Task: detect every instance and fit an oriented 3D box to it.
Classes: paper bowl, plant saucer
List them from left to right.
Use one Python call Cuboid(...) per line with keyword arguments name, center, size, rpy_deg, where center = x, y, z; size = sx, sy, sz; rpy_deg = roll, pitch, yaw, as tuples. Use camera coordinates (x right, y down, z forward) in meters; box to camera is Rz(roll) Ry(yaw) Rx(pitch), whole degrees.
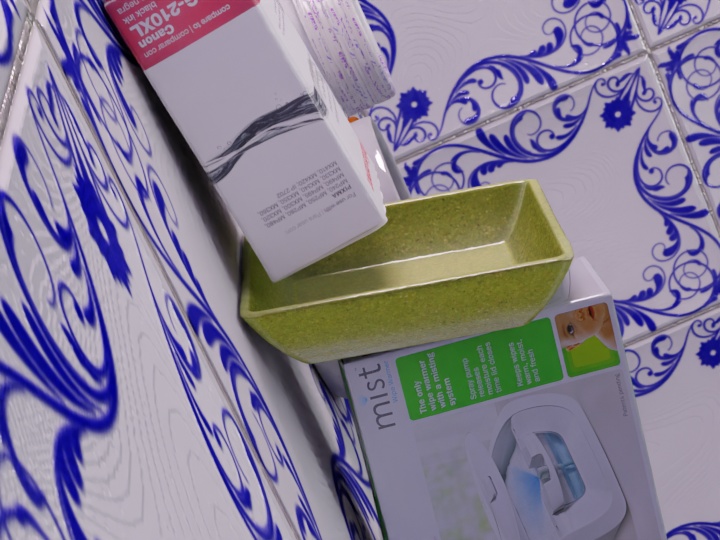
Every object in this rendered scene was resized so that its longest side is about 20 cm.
Cuboid(name="paper bowl", center=(-0.044, -0.270, 2.381), size=(0.201, 0.104, 0.201), rpy_deg=(-23, 90, -85))
Cuboid(name="plant saucer", center=(0.028, 0.004, 1.316), size=(0.200, 0.199, 0.048), rpy_deg=(-98, 177, -74))

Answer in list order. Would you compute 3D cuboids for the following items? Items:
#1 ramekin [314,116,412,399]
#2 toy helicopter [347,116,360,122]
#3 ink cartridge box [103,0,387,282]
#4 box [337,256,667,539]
Cuboid(name="ramekin", center=(0.000, 0.000, 1.528), size=(0.200, 0.105, 0.201), rpy_deg=(-24, 90, -85))
Cuboid(name="toy helicopter", center=(-0.067, -0.132, 1.764), size=(0.200, 0.079, 0.132), rpy_deg=(55, 16, -14))
Cuboid(name="ink cartridge box", center=(-0.069, -0.110, 1.296), size=(0.200, 0.084, 0.145), rpy_deg=(59, 6, -16))
Cuboid(name="box", center=(0.090, 0.115, 1.351), size=(0.097, 0.176, 0.201), rpy_deg=(-112, -172, -75))
